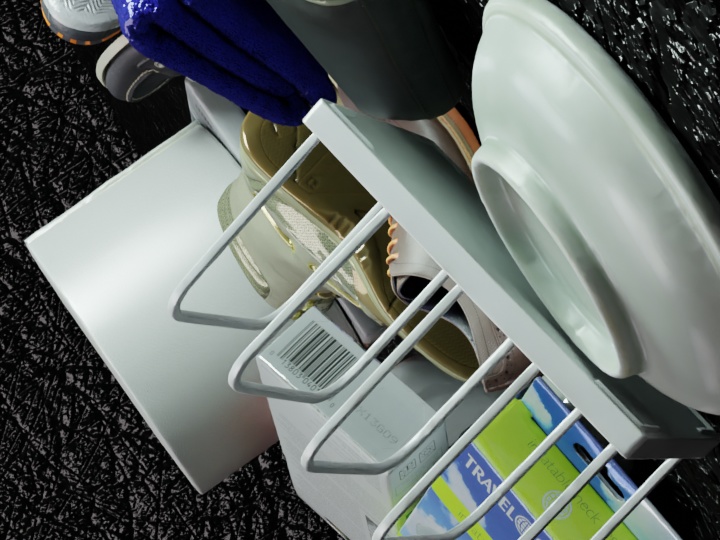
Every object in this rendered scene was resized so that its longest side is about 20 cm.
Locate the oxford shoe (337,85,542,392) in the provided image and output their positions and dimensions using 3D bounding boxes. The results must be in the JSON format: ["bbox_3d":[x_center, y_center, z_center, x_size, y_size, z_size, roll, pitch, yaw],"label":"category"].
[{"bbox_3d":[0.035,-0.028,1.182,0.200,0.073,0.071,54,173,28],"label":"oxford shoe"}]

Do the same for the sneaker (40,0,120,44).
[{"bbox_3d":[-0.154,-0.173,1.443,0.200,0.077,0.112,-76,8,-49],"label":"sneaker"}]

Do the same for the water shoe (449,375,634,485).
[{"bbox_3d":[0.096,0.104,1.341,0.072,0.079,0.200,56,173,3],"label":"water shoe"}]

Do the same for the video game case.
[{"bbox_3d":[-0.048,-0.031,1.570,0.200,0.023,0.182,54,173,6],"label":"video game case"}]

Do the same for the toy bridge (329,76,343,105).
[{"bbox_3d":[-0.018,-0.127,1.297,0.067,0.027,0.200,56,173,11],"label":"toy bridge"}]

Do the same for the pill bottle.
[{"bbox_3d":[0.049,0.112,1.585,0.113,0.113,0.200,56,174,2],"label":"pill bottle"}]

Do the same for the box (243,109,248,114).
[{"bbox_3d":[-0.051,-0.108,1.532,0.200,0.050,0.158,55,173,18],"label":"box"}]

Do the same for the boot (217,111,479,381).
[{"bbox_3d":[0.000,0.000,1.381,0.200,0.072,0.155,44,158,5],"label":"boot"}]

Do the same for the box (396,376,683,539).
[{"bbox_3d":[0.086,0.156,1.295,0.122,0.048,0.200,49,147,15],"label":"box"}]

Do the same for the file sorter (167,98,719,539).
[{"bbox_3d":[0.032,0.044,1.053,0.200,0.125,0.139,47,-168,18],"label":"file sorter"}]

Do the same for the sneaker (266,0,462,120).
[{"bbox_3d":[-0.029,-0.143,1.107,0.200,0.075,0.106,50,173,46],"label":"sneaker"}]

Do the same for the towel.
[{"bbox_3d":[-0.083,-0.172,1.193,0.148,0.050,0.200,24,-144,-47],"label":"towel"}]

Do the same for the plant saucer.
[{"bbox_3d":[0.092,-0.014,0.942,0.200,0.050,0.200,56,173,11],"label":"plant saucer"}]

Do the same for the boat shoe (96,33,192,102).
[{"bbox_3d":[-0.095,-0.132,1.415,0.063,0.073,0.200,56,146,0],"label":"boat shoe"}]

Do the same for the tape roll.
[{"bbox_3d":[-0.105,0.025,1.557,0.203,0.139,0.203,53,174,8],"label":"tape roll"}]

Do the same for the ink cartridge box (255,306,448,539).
[{"bbox_3d":[0.003,0.113,1.431,0.109,0.050,0.200,41,163,24],"label":"ink cartridge box"}]
